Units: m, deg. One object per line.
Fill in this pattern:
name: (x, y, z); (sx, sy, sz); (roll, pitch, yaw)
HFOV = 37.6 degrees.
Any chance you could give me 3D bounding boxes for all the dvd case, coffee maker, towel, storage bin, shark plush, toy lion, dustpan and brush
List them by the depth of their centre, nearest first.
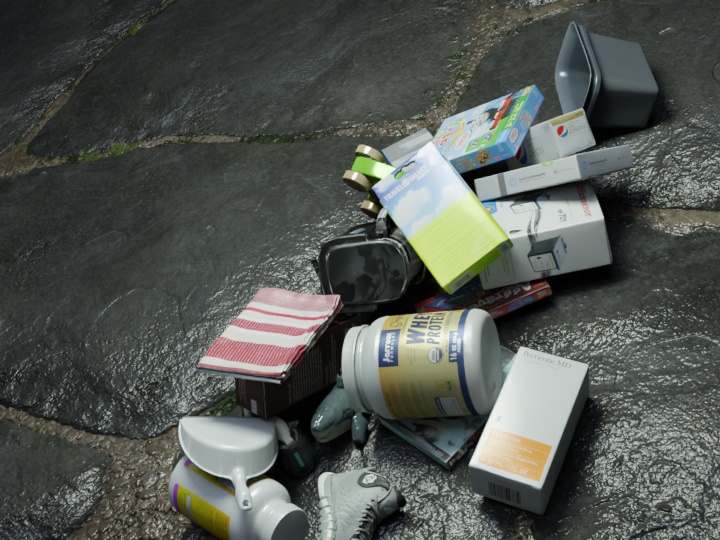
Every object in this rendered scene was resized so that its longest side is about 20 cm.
dustpan and brush: (-0.167, 0.257, 1.419); (0.139, 0.058, 0.200); (3, 12, -17)
towel: (-0.127, 0.087, 1.502); (0.143, 0.023, 0.200); (4, 33, 25)
dvd case: (0.142, 0.179, 1.519); (0.200, 0.022, 0.146); (-43, 44, -19)
shark plush: (-0.011, 0.170, 1.547); (0.090, 0.083, 0.200); (16, 59, 37)
coffee maker: (0.000, 0.000, 1.644); (0.191, 0.135, 0.200); (-30, 0, 16)
toy lion: (0.084, -0.110, 1.710); (0.191, 0.200, 0.069); (22, 78, 20)
storage bin: (0.427, -0.321, 1.841); (0.133, 0.146, 0.201); (6, 42, -6)

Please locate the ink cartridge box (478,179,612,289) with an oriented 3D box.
ink cartridge box: (0.273, -0.056, 1.629); (0.199, 0.086, 0.147); (-14, 27, 9)

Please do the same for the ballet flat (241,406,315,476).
ballet flat: (-0.130, 0.223, 1.569); (0.073, 0.073, 0.200); (-34, 41, -11)

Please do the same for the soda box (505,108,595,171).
soda box: (0.303, -0.212, 1.742); (0.068, 0.064, 0.200); (-22, 5, -16)

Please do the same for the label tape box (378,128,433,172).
label tape box: (0.097, -0.153, 1.862); (0.143, 0.066, 0.200); (-26, 39, -3)

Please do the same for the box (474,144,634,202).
box: (0.304, -0.152, 1.671); (0.155, 0.041, 0.199); (-14, 4, -44)

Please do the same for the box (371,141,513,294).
box: (0.119, -0.079, 1.568); (0.122, 0.048, 0.200); (-37, 65, 6)

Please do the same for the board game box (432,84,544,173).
board game box: (0.196, -0.224, 1.766); (0.199, 0.037, 0.152); (-17, 34, 45)

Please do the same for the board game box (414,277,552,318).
board game box: (0.186, 0.045, 1.627); (0.199, 0.020, 0.103); (-23, 29, 2)

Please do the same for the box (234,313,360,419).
box: (-0.091, 0.131, 1.570); (0.075, 0.101, 0.199); (20, 30, 39)

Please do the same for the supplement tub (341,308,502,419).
supplement tub: (0.087, 0.132, 1.469); (0.199, 0.145, 0.145); (-6, 44, 20)

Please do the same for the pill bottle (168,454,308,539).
pill bottle: (-0.166, 0.323, 1.454); (0.199, 0.105, 0.104); (20, 57, 39)

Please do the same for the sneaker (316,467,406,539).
sneaker: (0.007, 0.332, 1.384); (0.115, 0.075, 0.201); (-17, 40, 5)

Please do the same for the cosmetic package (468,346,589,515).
cosmetic package: (0.225, 0.208, 1.395); (0.101, 0.071, 0.201); (14, 53, 22)
